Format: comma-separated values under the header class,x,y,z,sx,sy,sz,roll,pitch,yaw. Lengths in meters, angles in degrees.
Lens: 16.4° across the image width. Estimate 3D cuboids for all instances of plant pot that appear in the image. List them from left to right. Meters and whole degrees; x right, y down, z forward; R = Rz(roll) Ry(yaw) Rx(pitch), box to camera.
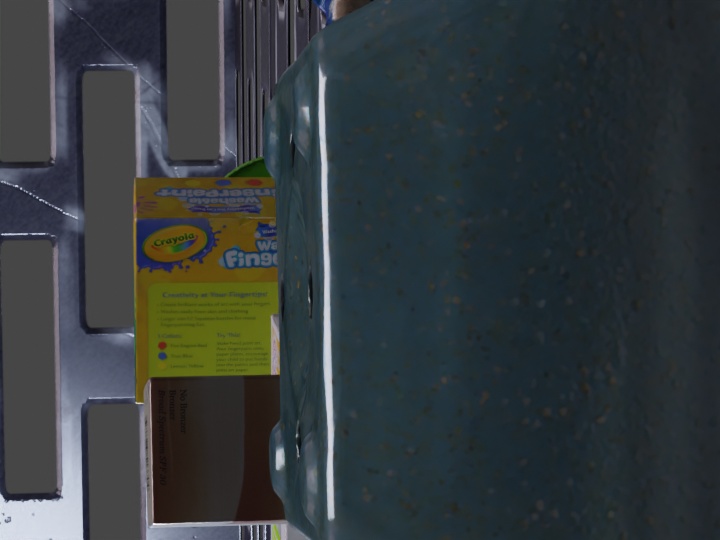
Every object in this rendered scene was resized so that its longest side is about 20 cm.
class,x,y,z,sx,sy,sz,roll,pitch,yaw
plant pot,0.080,0.003,0.599,0.196,0.200,0.196,167,102,-83

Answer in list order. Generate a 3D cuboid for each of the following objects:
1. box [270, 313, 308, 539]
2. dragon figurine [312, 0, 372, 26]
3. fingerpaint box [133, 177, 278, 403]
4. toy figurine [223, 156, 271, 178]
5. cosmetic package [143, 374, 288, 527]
class,x,y,z,sx,sy,sz,roll,pitch,yaw
box,-0.011,0.135,1.815,0.112,0.101,0.200,-122,31,-76
dragon figurine,-0.011,-0.222,1.944,0.099,0.059,0.200,-107,16,-66
fingerpaint box,-0.076,0.014,1.937,0.073,0.200,0.167,-101,12,-60
toy figurine,-0.047,-0.038,2.102,0.184,0.150,0.200,52,-122,-86
cosmetic package,-0.044,0.121,1.682,0.087,0.200,0.103,140,128,-80
